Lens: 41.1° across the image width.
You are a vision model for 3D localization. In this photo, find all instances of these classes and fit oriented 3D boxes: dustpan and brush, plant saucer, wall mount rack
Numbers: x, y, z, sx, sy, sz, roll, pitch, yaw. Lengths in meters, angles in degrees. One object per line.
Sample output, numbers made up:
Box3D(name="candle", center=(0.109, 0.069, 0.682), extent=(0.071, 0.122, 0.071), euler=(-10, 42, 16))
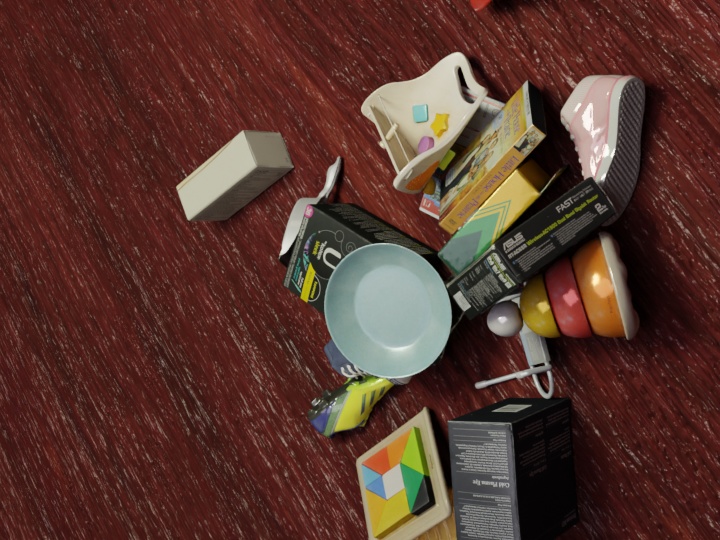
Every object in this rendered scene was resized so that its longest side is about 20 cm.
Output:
Box3D(name="dustpan and brush", center=(-0.078, -0.099, 1.617), extent=(0.056, 0.140, 0.204), euler=(11, 82, 9))
Box3D(name="plant saucer", center=(0.044, 0.057, 1.424), extent=(0.197, 0.039, 0.206), euler=(5, 103, 20))
Box3D(name="wall mount rack", center=(0.215, 0.099, 1.425), extent=(0.174, 0.073, 0.204), euler=(141, 116, -73))

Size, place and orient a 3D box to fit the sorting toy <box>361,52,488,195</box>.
Box3D(name="sorting toy", center=(0.112, -0.229, 1.438), extent=(0.180, 0.106, 0.202), euler=(-47, 40, 25))

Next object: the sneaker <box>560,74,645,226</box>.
Box3D(name="sneaker", center=(0.324, -0.170, 1.319), extent=(0.104, 0.074, 0.204), euler=(25, 117, 49))

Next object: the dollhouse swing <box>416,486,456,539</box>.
Box3D(name="dollhouse swing", center=(0.122, 0.456, 1.469), extent=(0.198, 0.181, 0.178), euler=(-17, 104, 37))

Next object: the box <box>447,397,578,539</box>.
Box3D(name="box", center=(0.217, 0.286, 1.352), extent=(0.103, 0.198, 0.186), euler=(-5, 90, 35))

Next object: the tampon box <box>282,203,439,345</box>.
Box3D(name="tampon box", center=(0.000, 0.000, 1.543), extent=(0.198, 0.125, 0.152), euler=(31, 112, 31))

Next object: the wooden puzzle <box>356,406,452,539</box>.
Box3D(name="wooden puzzle", center=(0.060, 0.343, 1.535), extent=(0.200, 0.037, 0.187), euler=(-45, 40, 33))

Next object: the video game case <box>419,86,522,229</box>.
Box3D(name="video game case", center=(0.176, -0.161, 1.463), extent=(0.142, 0.017, 0.204), euler=(29, 110, 32))

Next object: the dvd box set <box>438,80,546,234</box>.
Box3D(name="dvd box set", center=(0.184, -0.161, 1.367), extent=(0.029, 0.147, 0.200), euler=(33, 122, -16))

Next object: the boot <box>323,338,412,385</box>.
Box3D(name="boot", center=(0.011, 0.148, 1.548), extent=(0.091, 0.072, 0.200), euler=(-55, 34, 9))

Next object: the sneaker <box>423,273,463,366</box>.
Box3D(name="sneaker", center=(0.124, 0.074, 1.493), extent=(0.076, 0.089, 0.201), euler=(37, 137, 7))

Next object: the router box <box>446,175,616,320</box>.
Box3D(name="router box", center=(0.226, -0.028, 1.278), extent=(0.063, 0.199, 0.150), euler=(53, 153, 7))

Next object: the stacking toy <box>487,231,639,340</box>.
Box3D(name="stacking toy", center=(0.264, 0.041, 1.296), extent=(0.196, 0.146, 0.149), euler=(-15, 84, 14))

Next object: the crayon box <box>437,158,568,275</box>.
Box3D(name="crayon box", center=(0.204, -0.087, 1.366), extent=(0.051, 0.127, 0.200), euler=(45, 112, 5))

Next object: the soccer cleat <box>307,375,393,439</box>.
Box3D(name="soccer cleat", center=(-0.001, 0.218, 1.615), extent=(0.199, 0.065, 0.084), euler=(-34, 106, 28))

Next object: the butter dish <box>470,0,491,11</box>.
Box3D(name="butter dish", center=(0.220, -0.486, 1.334), extent=(0.200, 0.145, 0.204), euler=(161, 101, -79))

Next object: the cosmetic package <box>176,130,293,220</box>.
Box3D(name="cosmetic package", center=(-0.226, -0.166, 1.721), extent=(0.199, 0.103, 0.074), euler=(-33, 74, 33))
